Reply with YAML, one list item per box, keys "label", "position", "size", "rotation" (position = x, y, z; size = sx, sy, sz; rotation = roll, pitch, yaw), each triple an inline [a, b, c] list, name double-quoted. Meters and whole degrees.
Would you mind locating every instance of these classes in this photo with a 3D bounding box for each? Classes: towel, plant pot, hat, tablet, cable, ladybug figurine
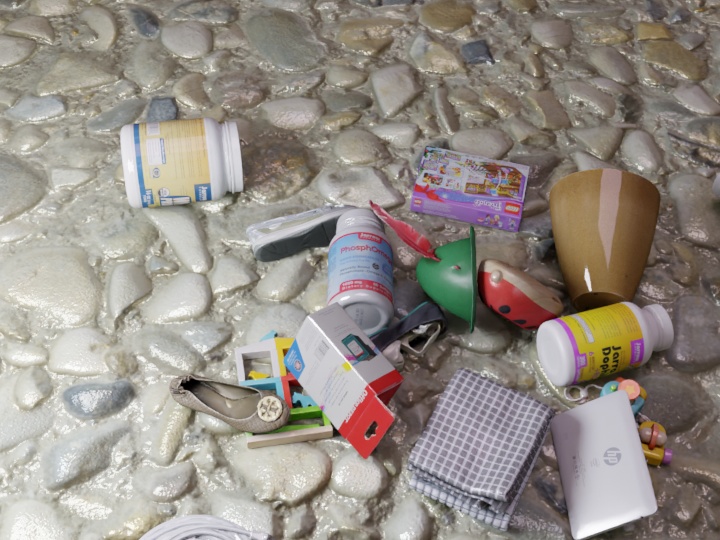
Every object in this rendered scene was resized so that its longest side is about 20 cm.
- label: "towel"
  position: [0.174, 0.251, 1.496]
  size: [0.164, 0.086, 0.201]
  rotation: [23, 52, 16]
- label: "plant pot"
  position: [0.398, -0.034, 1.708]
  size: [0.184, 0.187, 0.202]
  rotation: [8, 63, 3]
- label: "hat"
  position: [0.096, 0.006, 1.657]
  size: [0.174, 0.167, 0.201]
  rotation: [1, 31, 4]
- label: "tablet"
  position: [0.345, 0.276, 1.484]
  size: [0.129, 0.014, 0.201]
  rotation: [-27, 45, 25]
- label: "cable"
  position: [-0.214, 0.415, 1.344]
  size: [0.198, 0.070, 0.201]
  rotation: [20, 52, 14]
- label: "ladybug figurine"
  position: [0.244, 0.042, 1.629]
  size: [0.135, 0.200, 0.072]
  rotation: [30, 90, 37]

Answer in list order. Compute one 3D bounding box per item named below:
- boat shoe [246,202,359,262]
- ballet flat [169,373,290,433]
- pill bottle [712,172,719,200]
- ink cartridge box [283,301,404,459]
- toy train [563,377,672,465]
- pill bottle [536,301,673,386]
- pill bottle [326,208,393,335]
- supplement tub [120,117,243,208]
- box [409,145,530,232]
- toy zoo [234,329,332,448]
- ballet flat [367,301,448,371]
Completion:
- label: "boat shoe"
  position: [-0.094, -0.076, 1.764]
  size: [0.200, 0.075, 0.065]
  rotation: [-20, 58, -11]
- label: "ballet flat"
  position: [-0.197, 0.190, 1.526]
  size: [0.198, 0.047, 0.068]
  rotation: [14, 58, 22]
- label: "pill bottle"
  position: [0.717, -0.103, 1.810]
  size: [0.113, 0.115, 0.201]
  rotation: [-19, 54, -18]
- label: "ink cartridge box"
  position: [-0.015, 0.162, 1.521]
  size: [0.067, 0.117, 0.200]
  rotation: [-23, 63, -43]
- label: "toy train"
  position: [0.384, 0.236, 1.541]
  size: [0.149, 0.056, 0.201]
  rotation: [-5, 51, -8]
- label: "pill bottle"
  position: [0.384, 0.110, 1.615]
  size: [0.198, 0.105, 0.105]
  rotation: [-13, 52, -14]
- label: "pill bottle"
  position: [0.000, 0.000, 1.680]
  size: [0.107, 0.109, 0.201]
  rotation: [2, 50, -2]
- label: "supplement tub"
  position: [-0.309, -0.189, 1.796]
  size: [0.198, 0.145, 0.146]
  rotation: [-6, 50, -9]
- label: "box"
  position: [0.198, -0.149, 1.864]
  size: [0.198, 0.039, 0.138]
  rotation: [12, 50, 7]
- label: "toy zoo"
  position: [-0.121, 0.173, 1.584]
  size: [0.130, 0.021, 0.201]
  rotation: [-6, 51, -8]
- label: "ballet flat"
  position: [0.060, 0.115, 1.615]
  size: [0.199, 0.073, 0.073]
  rotation: [-29, 57, -28]
